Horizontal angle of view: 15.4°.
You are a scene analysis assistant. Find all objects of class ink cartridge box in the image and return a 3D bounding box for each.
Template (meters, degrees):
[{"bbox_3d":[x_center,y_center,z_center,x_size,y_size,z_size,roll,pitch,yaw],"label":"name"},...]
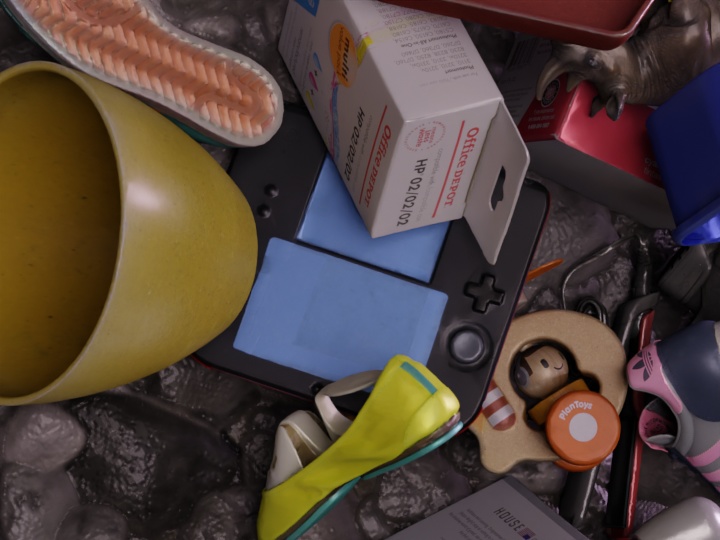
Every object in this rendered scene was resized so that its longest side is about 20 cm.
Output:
[{"bbox_3d":[0.191,-0.144,1.697,0.145,0.145,0.200,24,84,-17],"label":"ink cartridge box"},{"bbox_3d":[0.023,-0.104,1.610,0.068,0.115,0.200,-14,57,-21],"label":"ink cartridge box"}]

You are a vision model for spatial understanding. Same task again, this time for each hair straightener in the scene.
[{"bbox_3d":[0.153,0.072,1.740,0.077,0.041,0.200,11,88,-17],"label":"hair straightener"}]

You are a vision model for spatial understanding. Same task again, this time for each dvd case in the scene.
[{"bbox_3d":[0.046,0.206,1.652,0.200,0.150,0.025,-25,119,-16],"label":"dvd case"}]

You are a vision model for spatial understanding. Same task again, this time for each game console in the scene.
[{"bbox_3d":[0.000,0.000,1.662,0.200,0.031,0.177,18,85,6],"label":"game console"}]

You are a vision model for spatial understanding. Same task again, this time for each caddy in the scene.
[{"bbox_3d":[0.253,-0.069,1.547,0.141,0.200,0.105,-16,80,-20],"label":"caddy"}]

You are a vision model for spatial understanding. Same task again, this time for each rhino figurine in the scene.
[{"bbox_3d":[0.191,-0.146,1.589,0.200,0.060,0.088,-27,108,-13],"label":"rhino figurine"}]

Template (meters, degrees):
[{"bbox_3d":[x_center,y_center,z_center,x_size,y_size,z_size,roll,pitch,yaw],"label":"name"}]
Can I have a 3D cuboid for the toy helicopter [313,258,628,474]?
[{"bbox_3d":[0.069,0.064,1.692,0.200,0.079,0.132,-4,83,1],"label":"toy helicopter"}]

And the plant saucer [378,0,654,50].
[{"bbox_3d":[0.110,-0.205,1.574,0.200,0.200,0.037,-55,146,-35],"label":"plant saucer"}]

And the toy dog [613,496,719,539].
[{"bbox_3d":[0.149,0.229,1.700,0.200,0.132,0.096,-20,111,13],"label":"toy dog"}]

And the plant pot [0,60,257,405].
[{"bbox_3d":[-0.147,-0.016,1.585,0.142,0.200,0.200,7,88,-43],"label":"plant pot"}]

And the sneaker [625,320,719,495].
[{"bbox_3d":[0.223,0.104,1.724,0.082,0.070,0.200,-14,134,8],"label":"sneaker"}]

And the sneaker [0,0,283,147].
[{"bbox_3d":[-0.145,-0.129,1.615,0.200,0.080,0.071,33,69,-25],"label":"sneaker"}]

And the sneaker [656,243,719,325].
[{"bbox_3d":[0.267,-0.002,1.718,0.104,0.200,0.060,42,38,1],"label":"sneaker"}]

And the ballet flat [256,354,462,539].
[{"bbox_3d":[-0.014,0.106,1.623,0.067,0.200,0.067,51,46,-1],"label":"ballet flat"}]
